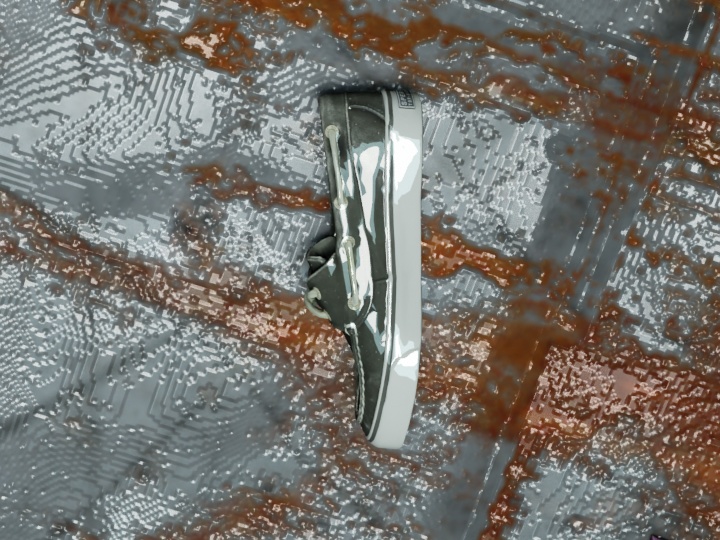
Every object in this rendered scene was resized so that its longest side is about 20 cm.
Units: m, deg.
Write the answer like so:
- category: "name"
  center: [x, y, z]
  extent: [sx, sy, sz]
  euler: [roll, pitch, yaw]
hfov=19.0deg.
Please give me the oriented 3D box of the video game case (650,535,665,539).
- category: "video game case"
  center: [0.232, 0.276, 1.322]
  extent: [0.198, 0.036, 0.183]
  euler: [19, 105, -12]

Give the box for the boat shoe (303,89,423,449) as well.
- category: "boat shoe"
  center: [0.000, 0.000, 1.195]
  extent: [0.063, 0.071, 0.202]
  euler: [-1, 100, -6]
